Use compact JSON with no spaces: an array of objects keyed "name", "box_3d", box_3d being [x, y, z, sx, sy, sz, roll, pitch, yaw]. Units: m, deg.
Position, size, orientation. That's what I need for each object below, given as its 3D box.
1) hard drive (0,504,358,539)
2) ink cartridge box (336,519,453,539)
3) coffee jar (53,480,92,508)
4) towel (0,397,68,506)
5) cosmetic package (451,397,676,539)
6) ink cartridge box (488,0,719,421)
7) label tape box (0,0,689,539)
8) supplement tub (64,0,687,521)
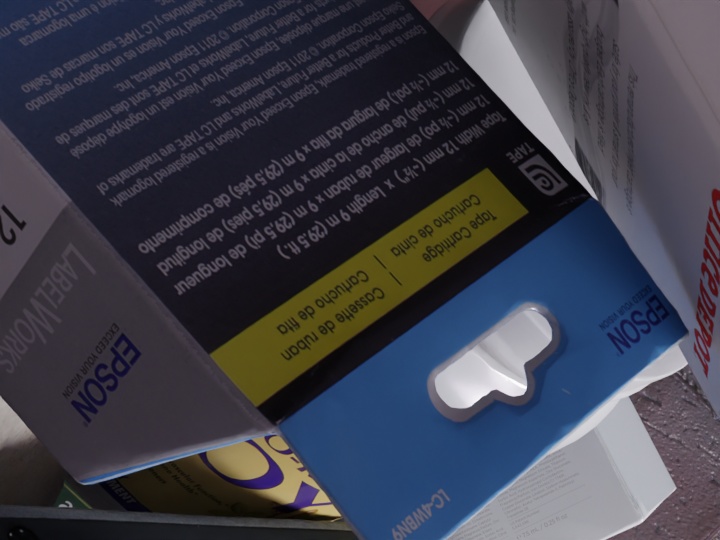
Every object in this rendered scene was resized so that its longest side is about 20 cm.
[{"name":"hard drive","box_3d":[-0.095,0.119,0.744,0.139,0.033,0.200,-38,156,22]},{"name":"ink cartridge box","box_3d":[-0.056,0.122,1.042,0.145,0.200,0.083,-47,165,6]},{"name":"coffee jar","box_3d":[-0.139,0.123,0.965,0.200,0.104,0.085,-48,-165,5]},{"name":"towel","box_3d":[-0.123,0.059,0.724,0.132,0.034,0.200,-37,167,-41]},{"name":"cosmetic package","box_3d":[0.014,0.072,1.097,0.199,0.151,0.052,-28,180,28]},{"name":"ink cartridge box","box_3d":[0.087,-0.075,0.629,0.082,0.201,0.147,-25,159,-6]},{"name":"label tape box","box_3d":[-0.034,-0.019,0.603,0.143,0.200,0.066,-34,170,-49]},{"name":"supplement tub","box_3d":[0.000,0.000,0.793,0.199,0.146,0.145,-22,-172,42]}]
